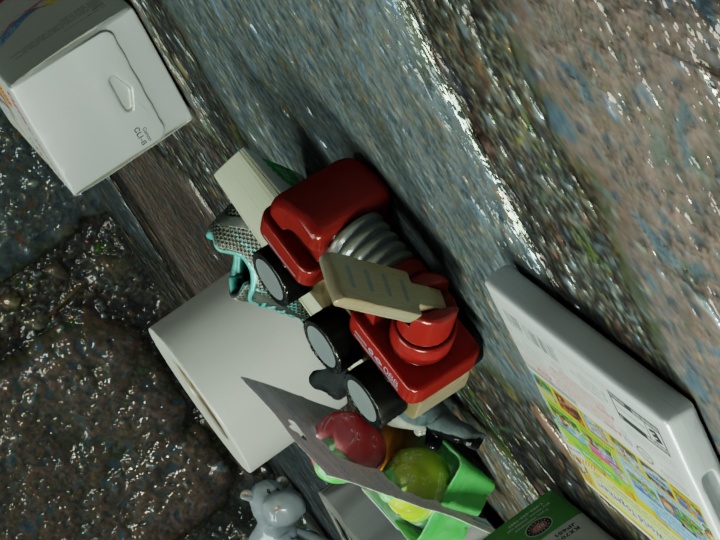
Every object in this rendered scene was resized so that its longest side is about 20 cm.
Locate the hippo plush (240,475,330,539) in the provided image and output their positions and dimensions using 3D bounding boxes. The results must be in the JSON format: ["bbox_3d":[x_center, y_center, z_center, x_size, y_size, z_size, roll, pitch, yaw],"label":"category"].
[{"bbox_3d":[-0.139,0.459,3.724,0.200,0.159,0.161,16,112,52],"label":"hippo plush"}]

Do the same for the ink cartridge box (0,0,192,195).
[{"bbox_3d":[-0.287,-0.199,2.002,0.200,0.145,0.145,41,163,52],"label":"ink cartridge box"}]

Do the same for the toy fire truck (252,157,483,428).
[{"bbox_3d":[0.000,0.000,1.385,0.176,0.129,0.200,52,159,18],"label":"toy fire truck"}]

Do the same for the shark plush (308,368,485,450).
[{"bbox_3d":[0.026,0.091,1.705,0.200,0.091,0.083,-127,39,-49],"label":"shark plush"}]

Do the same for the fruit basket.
[{"bbox_3d":[0.006,0.165,1.757,0.200,0.094,0.185,16,-165,-34],"label":"fruit basket"}]

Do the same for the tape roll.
[{"bbox_3d":[-0.126,0.107,2.290,0.203,0.139,0.203,52,171,12],"label":"tape roll"}]

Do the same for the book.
[{"bbox_3d":[-0.021,0.000,1.574,0.200,0.048,0.134,51,-168,19],"label":"book"}]

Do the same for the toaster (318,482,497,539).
[{"bbox_3d":[0.067,0.264,1.935,0.181,0.119,0.200,48,168,34],"label":"toaster"}]

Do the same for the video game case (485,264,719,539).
[{"bbox_3d":[0.160,0.103,1.192,0.200,0.023,0.182,40,162,55],"label":"video game case"}]

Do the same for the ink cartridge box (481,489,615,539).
[{"bbox_3d":[0.144,0.262,1.454,0.083,0.146,0.200,61,168,-27],"label":"ink cartridge box"}]

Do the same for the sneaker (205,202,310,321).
[{"bbox_3d":[-0.074,0.006,1.813,0.200,0.091,0.078,61,170,-33],"label":"sneaker"}]
